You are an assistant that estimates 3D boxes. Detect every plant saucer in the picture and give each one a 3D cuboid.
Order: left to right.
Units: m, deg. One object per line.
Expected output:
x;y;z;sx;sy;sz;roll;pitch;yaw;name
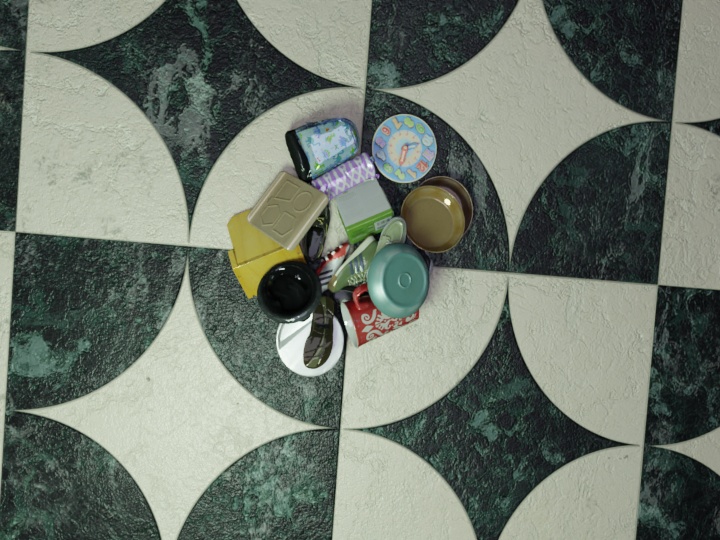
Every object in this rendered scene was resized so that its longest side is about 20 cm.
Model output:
0.112;0.027;1.487;0.195;0.036;0.206;0;89;-26;plant saucer
0.206;-0.145;1.609;0.195;0.035;0.206;4;74;-12;plant saucer
0.240;-0.179;1.668;0.195;0.037;0.206;0;91;-4;plant saucer

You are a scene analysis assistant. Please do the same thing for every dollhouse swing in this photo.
-0.278;-0.062;1.628;0.196;0.177;0.184;-22;135;-4;dollhouse swing

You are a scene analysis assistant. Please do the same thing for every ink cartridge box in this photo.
-0.001;-0.203;1.634;0.145;0.076;0.203;-21;60;-3;ink cartridge box

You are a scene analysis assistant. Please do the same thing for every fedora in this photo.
-0.188;0.075;1.532;0.195;0.092;0.205;-5;57;8;fedora

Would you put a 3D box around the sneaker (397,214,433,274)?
0.137;-0.057;1.621;0.113;0.075;0.204;-31;99;-40;sneaker

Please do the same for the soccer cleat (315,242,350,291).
-0.088;0.007;1.621;0.085;0.068;0.201;43;79;-18;soccer cleat

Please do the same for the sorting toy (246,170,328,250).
-0.203;-0.168;1.551;0.198;0.037;0.187;32;82;31;sorting toy

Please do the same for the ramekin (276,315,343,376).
-0.147;0.197;1.618;0.197;0.094;0.208;0;92;-5;ramekin

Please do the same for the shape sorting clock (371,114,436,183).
0.131;-0.364;1.651;0.194;0.039;0.206;0;92;-5;shape sorting clock

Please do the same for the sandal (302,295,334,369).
-0.117;0.174;1.550;0.080;0.055;0.206;7;77;-11;sandal

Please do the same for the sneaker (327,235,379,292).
0.000;0.000;1.571;0.089;0.067;0.201;39;80;15;sneaker

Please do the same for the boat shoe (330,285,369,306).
0.007;0.097;1.645;0.197;0.063;0.075;20;93;-4;boat shoe

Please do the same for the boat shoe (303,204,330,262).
-0.127;-0.125;1.625;0.070;0.061;0.207;7;91;-5;boat shoe

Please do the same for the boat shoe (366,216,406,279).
0.077;-0.054;1.525;0.071;0.062;0.204;24;83;-4;boat shoe

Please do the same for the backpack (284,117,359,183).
-0.097;-0.358;1.591;0.196;0.153;0.167;-20;95;-19;backpack

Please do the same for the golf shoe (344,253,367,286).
0.042;0.009;1.637;0.195;0.078;0.097;14;90;-6;golf shoe

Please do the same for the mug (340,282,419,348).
0.059;0.113;1.538;0.196;0.178;0.136;-18;70;-13;mug

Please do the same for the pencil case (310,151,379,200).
-0.045;-0.260;1.584;0.197;0.084;0.087;-28;90;-1;pencil case
